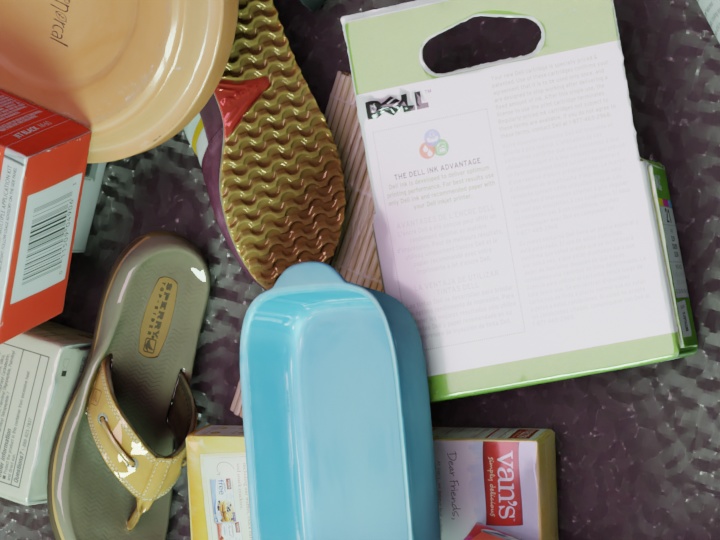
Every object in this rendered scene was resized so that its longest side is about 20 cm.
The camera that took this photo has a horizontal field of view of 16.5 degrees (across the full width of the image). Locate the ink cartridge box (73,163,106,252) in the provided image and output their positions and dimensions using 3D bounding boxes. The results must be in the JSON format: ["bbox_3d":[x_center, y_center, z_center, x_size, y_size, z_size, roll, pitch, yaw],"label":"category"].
[{"bbox_3d":[-0.202,-0.082,1.389,0.115,0.067,0.202,16,95,19],"label":"ink cartridge box"}]

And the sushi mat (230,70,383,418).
[{"bbox_3d":[0.000,0.000,1.344,0.095,0.012,0.201,20,96,20],"label":"sushi mat"}]

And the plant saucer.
[{"bbox_3d":[-0.155,-0.153,1.287,0.199,0.032,0.202,10,112,28],"label":"plant saucer"}]

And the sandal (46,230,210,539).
[{"bbox_3d":[-0.116,0.079,1.346,0.054,0.080,0.202,13,90,51],"label":"sandal"}]

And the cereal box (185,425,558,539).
[{"bbox_3d":[0.007,0.156,1.319,0.198,0.039,0.145,0,97,19],"label":"cereal box"}]

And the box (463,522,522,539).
[{"bbox_3d":[0.060,0.244,1.241,0.094,0.103,0.201,20,110,12],"label":"box"}]

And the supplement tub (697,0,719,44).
[{"bbox_3d":[0.230,-0.142,1.201,0.131,0.132,0.201,-29,81,17],"label":"supplement tub"}]

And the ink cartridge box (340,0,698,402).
[{"bbox_3d":[0.082,-0.043,1.274,0.147,0.076,0.202,-10,87,15],"label":"ink cartridge box"}]

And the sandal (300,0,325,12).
[{"bbox_3d":[-0.093,-0.213,1.346,0.048,0.075,0.201,-40,77,8],"label":"sandal"}]

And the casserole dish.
[{"bbox_3d":[-0.007,0.095,1.257,0.121,0.039,0.202,-5,89,48],"label":"casserole dish"}]

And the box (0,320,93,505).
[{"bbox_3d":[-0.246,0.058,1.397,0.199,0.078,0.096,17,96,19],"label":"box"}]

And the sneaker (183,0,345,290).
[{"bbox_3d":[-0.064,-0.086,1.339,0.074,0.090,0.202,-17,98,-13],"label":"sneaker"}]

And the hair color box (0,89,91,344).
[{"bbox_3d":[-0.246,-0.053,1.318,0.199,0.064,0.112,24,117,23],"label":"hair color box"}]
